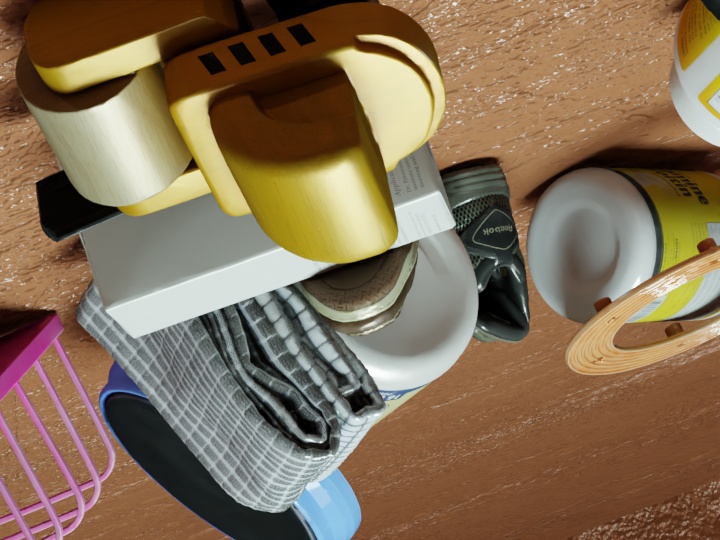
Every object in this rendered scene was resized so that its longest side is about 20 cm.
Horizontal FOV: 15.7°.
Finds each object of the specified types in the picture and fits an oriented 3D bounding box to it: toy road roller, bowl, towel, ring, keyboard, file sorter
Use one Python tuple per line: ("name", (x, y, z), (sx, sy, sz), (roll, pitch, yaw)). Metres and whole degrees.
("toy road roller", (-0.057, -0.071, 1.256), (0.199, 0.147, 0.123), (-17, 142, 7))
("bowl", (-0.091, 0.127, 1.753), (0.039, 0.200, 0.201), (-53, 178, -22))
("towel", (-0.085, 0.047, 1.586), (0.085, 0.200, 0.166), (-38, 173, -19))
("ring", (0.231, 0.017, 1.809), (0.199, 0.019, 0.201), (-22, 161, -8))
("keyboard", (-0.081, -0.074, 1.387), (0.199, 0.021, 0.127), (-23, -153, 1))
("file sorter", (-0.257, 0.137, 1.705), (0.138, 0.126, 0.200), (-23, -169, 16))

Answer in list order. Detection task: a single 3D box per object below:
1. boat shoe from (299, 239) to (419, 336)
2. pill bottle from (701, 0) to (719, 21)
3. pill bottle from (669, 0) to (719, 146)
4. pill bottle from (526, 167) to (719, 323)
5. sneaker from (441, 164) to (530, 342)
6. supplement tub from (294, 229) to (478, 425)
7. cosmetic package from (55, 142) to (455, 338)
("boat shoe", (0.006, -0.002, 1.566), (0.074, 0.075, 0.203), (-18, -156, 7))
("pill bottle", (0.227, -0.192, 1.286), (0.111, 0.112, 0.200), (-15, 165, -12))
("pill bottle", (0.249, -0.143, 1.495), (0.109, 0.110, 0.200), (-13, 165, -21))
("pill bottle", (0.220, -0.018, 1.902), (0.112, 0.113, 0.199), (-30, 162, 37))
("sneaker", (0.054, 0.013, 1.817), (0.076, 0.115, 0.199), (-7, 164, -31))
("supplement tub", (-0.024, 0.039, 1.747), (0.144, 0.145, 0.200), (-10, 163, -30))
("cosmetic package", (-0.059, -0.048, 1.465), (0.199, 0.108, 0.085), (-18, 165, 5))
